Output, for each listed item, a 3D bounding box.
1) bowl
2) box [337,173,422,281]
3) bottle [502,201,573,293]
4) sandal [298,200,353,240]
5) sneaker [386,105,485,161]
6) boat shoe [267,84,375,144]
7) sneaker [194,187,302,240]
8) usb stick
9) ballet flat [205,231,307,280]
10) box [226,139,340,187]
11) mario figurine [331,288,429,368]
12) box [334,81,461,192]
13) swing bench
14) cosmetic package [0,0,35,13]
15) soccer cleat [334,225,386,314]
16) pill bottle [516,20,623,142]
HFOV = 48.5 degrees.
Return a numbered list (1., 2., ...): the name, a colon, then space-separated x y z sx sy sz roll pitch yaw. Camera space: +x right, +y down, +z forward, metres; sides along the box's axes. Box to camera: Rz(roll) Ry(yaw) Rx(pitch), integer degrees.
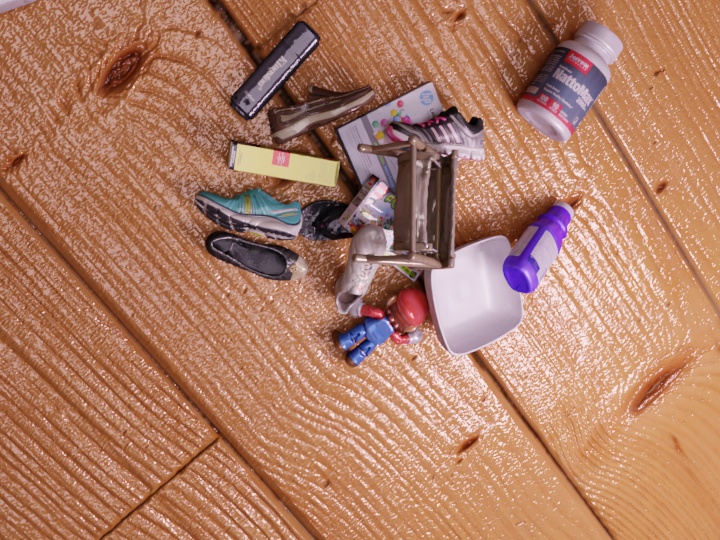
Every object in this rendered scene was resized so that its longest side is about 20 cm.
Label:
1. bowl: 0.209 0.044 1.543 0.197 0.074 0.203 -22 106 -25
2. box: 0.062 -0.077 1.496 0.199 0.035 0.111 36 94 -32
3. bottle: 0.346 -0.051 1.538 0.201 0.065 0.084 -52 130 -27
4. sandal: -0.024 -0.089 1.496 0.196 0.048 0.077 2 102 -12
5. sneaker: 0.141 -0.256 1.443 0.196 0.074 0.089 7 100 -18
6. boat shoe: -0.073 -0.298 1.430 0.199 0.075 0.076 -24 100 -5
7. sneaker: -0.202 -0.111 1.453 0.196 0.077 0.081 13 73 -12
8. usb stick: -0.151 -0.355 1.421 0.055 0.033 0.200 42 91 -17
9. ballet flat: -0.191 -0.020 1.471 0.196 0.057 0.068 16 99 -15
10. box: -0.140 -0.192 1.438 0.196 0.075 0.051 9 100 -12
11. mario figurine: 0.045 0.101 1.551 0.198 0.107 0.124 -33 143 7
12. box: 0.071 -0.236 1.490 0.197 0.041 0.158 -27 107 -6
13. swing bench: 0.096 -0.108 1.371 0.198 0.128 0.203 5 86 -51
14. cosmetic package: -0.638 -0.452 1.279 0.197 0.071 0.103 -22 106 -6
15. soccer cleat: 0.000 0.000 1.459 0.068 0.079 0.201 14 137 -12
16. pill bottle: 0.393 -0.355 1.491 0.119 0.120 0.202 34 93 -16
